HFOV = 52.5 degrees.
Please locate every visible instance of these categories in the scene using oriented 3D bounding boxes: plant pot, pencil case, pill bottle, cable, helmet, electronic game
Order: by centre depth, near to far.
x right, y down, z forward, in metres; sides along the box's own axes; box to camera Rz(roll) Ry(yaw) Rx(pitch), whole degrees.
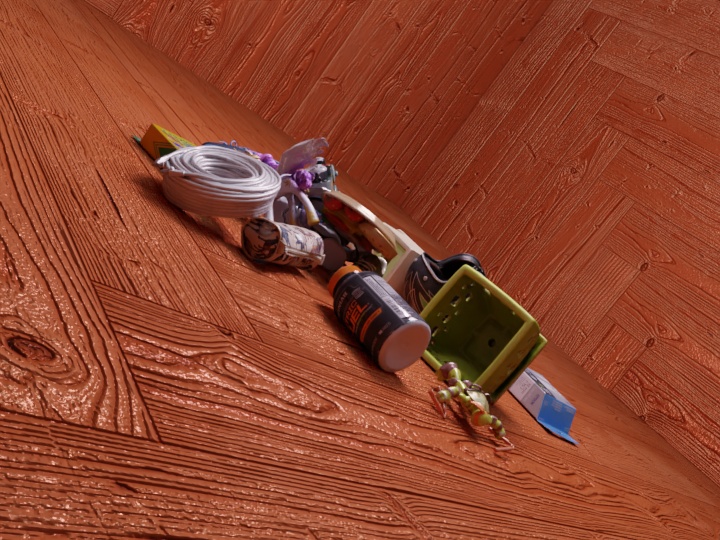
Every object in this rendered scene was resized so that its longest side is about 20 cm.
[{"bbox_3d":[0.022,0.072,1.242,0.106,0.106,0.200,26,14,-47],"label":"pill bottle"},{"bbox_3d":[-0.240,-0.153,1.263,0.199,0.069,0.200,19,25,3],"label":"cable"},{"bbox_3d":[-0.133,-0.044,1.310,0.089,0.078,0.200,40,10,19],"label":"pencil case"},{"bbox_3d":[0.244,0.139,1.473,0.199,0.200,0.181,43,6,35],"label":"plant pot"},{"bbox_3d":[-0.054,-0.091,1.688,0.200,0.042,0.200,36,-22,17],"label":"electronic game"},{"bbox_3d":[0.198,0.052,1.704,0.190,0.201,0.200,-7,9,4],"label":"helmet"}]

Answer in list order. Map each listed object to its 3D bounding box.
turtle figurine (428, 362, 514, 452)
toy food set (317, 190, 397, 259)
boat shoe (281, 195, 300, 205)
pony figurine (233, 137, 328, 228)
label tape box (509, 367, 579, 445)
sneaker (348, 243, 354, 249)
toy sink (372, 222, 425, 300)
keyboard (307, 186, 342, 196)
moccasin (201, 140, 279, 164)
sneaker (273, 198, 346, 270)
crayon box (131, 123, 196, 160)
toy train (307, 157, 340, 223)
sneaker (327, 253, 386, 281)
[{"bbox_3d":[0.179,0.216,1.243,0.200,0.064,0.161,33,11,-22],"label":"turtle figurine"},{"bbox_3d":[-0.006,-0.090,1.505,0.200,0.049,0.198,38,-8,-4],"label":"toy food set"},{"bbox_3d":[-0.166,-0.154,1.691,0.070,0.066,0.200,28,23,-14],"label":"boat shoe"},{"bbox_3d":[-0.152,-0.172,1.460,0.167,0.192,0.201,128,-56,-70],"label":"pony figurine"},{"bbox_3d":[0.432,0.308,1.714,0.143,0.066,0.200,29,11,-38],"label":"label tape box"},{"bbox_3d":[-0.040,-0.113,1.970,0.200,0.075,0.085,28,18,-43],"label":"sneaker"},{"bbox_3d":[0.074,-0.031,1.835,0.112,0.131,0.200,29,14,-38],"label":"toy sink"},{"bbox_3d":[-0.100,-0.174,1.604,0.056,0.011,0.200,15,0,-26],"label":"keyboard"},{"bbox_3d":[-0.276,-0.249,1.700,0.199,0.081,0.068,22,35,-14],"label":"moccasin"},{"bbox_3d":[-0.115,-0.083,1.582,0.200,0.075,0.115,40,8,-10],"label":"sneaker"},{"bbox_3d":[-0.347,-0.216,1.439,0.200,0.052,0.126,43,11,32],"label":"crayon box"},{"bbox_3d":[-0.091,-0.174,1.802,0.085,0.201,0.114,-6,24,0],"label":"toy train"},{"bbox_3d":[0.000,0.000,1.540,0.067,0.090,0.200,41,11,17],"label":"sneaker"}]
